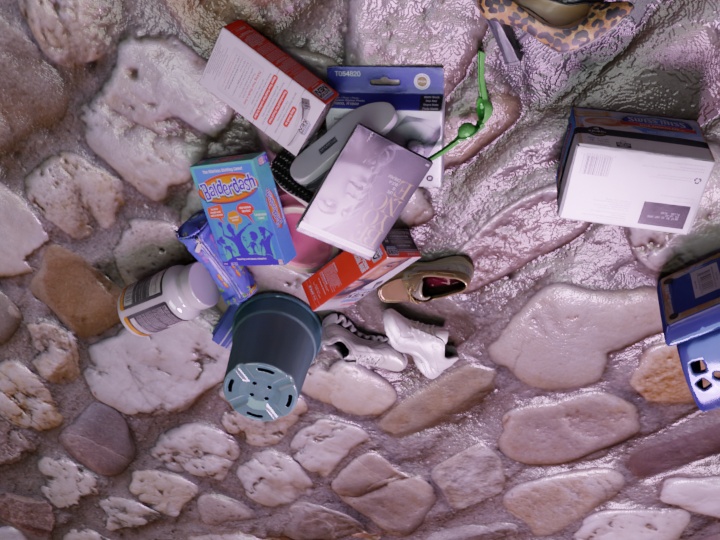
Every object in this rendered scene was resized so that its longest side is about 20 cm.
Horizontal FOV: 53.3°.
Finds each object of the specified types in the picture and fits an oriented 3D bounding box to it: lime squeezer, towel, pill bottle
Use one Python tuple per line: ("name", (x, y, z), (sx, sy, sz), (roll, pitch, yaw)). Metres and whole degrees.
("lime squeezer", (0.169, -0.239, 1.138), (0.070, 0.038, 0.201), (10, 119, -39))
("towel", (-0.214, 0.148, 1.567), (0.199, 0.024, 0.145), (30, 126, -12))
("pill bottle", (-0.391, 0.056, 1.470), (0.199, 0.117, 0.117), (-19, 121, 26))

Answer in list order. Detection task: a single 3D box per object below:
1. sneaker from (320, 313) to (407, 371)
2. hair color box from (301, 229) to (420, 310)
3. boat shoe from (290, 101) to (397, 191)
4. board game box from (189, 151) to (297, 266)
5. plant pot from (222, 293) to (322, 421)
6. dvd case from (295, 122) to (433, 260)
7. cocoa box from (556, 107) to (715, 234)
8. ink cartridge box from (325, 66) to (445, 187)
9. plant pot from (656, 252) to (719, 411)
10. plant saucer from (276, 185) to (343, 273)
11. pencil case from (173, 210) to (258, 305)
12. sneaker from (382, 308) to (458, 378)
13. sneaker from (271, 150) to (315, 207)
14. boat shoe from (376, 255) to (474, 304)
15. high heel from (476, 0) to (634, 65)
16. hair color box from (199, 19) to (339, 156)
("sneaker", (0.004, 0.168, 1.491), (0.199, 0.081, 0.075), (25, 127, -9))
("hair color box", (0.000, 0.000, 1.323), (0.200, 0.110, 0.064), (-37, 70, 33))
("boat shoe", (-0.018, -0.194, 1.165), (0.199, 0.072, 0.068), (-35, 145, 14))
("board game box", (-0.212, -0.107, 1.300), (0.151, 0.045, 0.202), (-1, 115, 32))
("plant pot", (-0.184, 0.182, 1.450), (0.198, 0.197, 0.202), (3, 121, 4))
("dvd case", (0.005, -0.120, 1.152), (0.148, 0.016, 0.201), (21, 115, -28))
("cocoa box", (0.413, -0.156, 1.106), (0.198, 0.132, 0.134), (8, 129, 7))
("ink cartridge box", (0.041, -0.235, 1.190), (0.197, 0.041, 0.201), (3, 128, 11))
("plant pot", (0.620, 0.086, 1.214), (0.199, 0.201, 0.180), (-30, 109, 31))
("plant saucer", (-0.108, -0.069, 1.349), (0.198, 0.051, 0.202), (6, 128, 8))
("pencil case", (-0.278, -0.021, 1.404), (0.078, 0.087, 0.201), (-27, 121, 6))
("sneaker", (0.125, 0.130, 1.446), (0.099, 0.078, 0.200), (-33, 124, 25))
("sneaker", (-0.076, -0.130, 1.256), (0.199, 0.070, 0.094), (38, 169, 22))
("boat shoe", (0.117, 0.026, 1.360), (0.198, 0.067, 0.074), (-18, 122, 25))
("high heel", (0.266, -0.377, 1.002), (0.198, 0.072, 0.143), (-11, 131, 32))
("hair color box", (-0.147, -0.292, 1.152), (0.199, 0.064, 0.111), (38, 127, 0))
